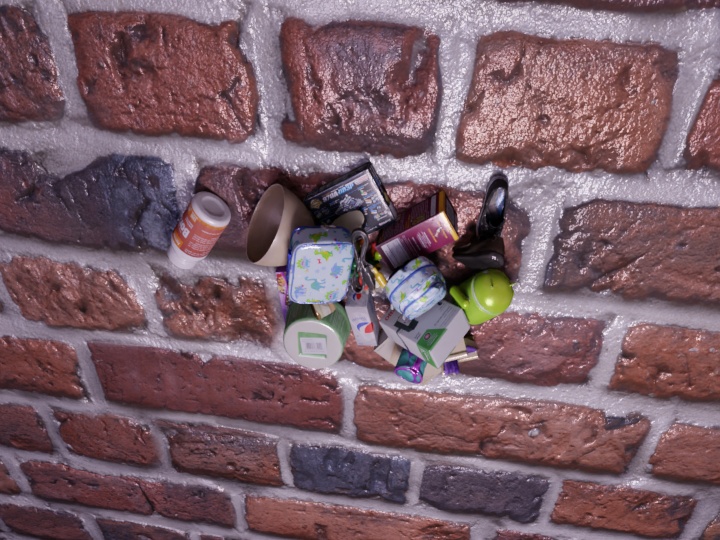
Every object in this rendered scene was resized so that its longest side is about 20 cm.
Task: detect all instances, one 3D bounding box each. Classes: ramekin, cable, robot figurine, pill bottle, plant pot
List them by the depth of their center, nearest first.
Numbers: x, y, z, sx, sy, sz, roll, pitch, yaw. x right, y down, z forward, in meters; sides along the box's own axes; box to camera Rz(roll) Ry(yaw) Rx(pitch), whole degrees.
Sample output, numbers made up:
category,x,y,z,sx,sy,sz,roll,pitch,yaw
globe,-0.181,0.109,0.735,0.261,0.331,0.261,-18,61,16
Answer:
category,x,y,z,sx,sy,sz,roll,pitch,yaw
cable,0.005,-0.018,1.372,0.094,0.051,0.205,-7,118,23
plant pot,-0.188,-0.098,1.383,0.132,0.204,0.201,19,129,-33
robot figurine,0.316,0.069,1.410,0.170,0.120,0.200,-8,164,-24
pill bottle,-0.436,-0.101,1.451,0.111,0.114,0.200,34,121,-14
ramekin,-0.127,0.180,1.545,0.192,0.099,0.206,4,123,5

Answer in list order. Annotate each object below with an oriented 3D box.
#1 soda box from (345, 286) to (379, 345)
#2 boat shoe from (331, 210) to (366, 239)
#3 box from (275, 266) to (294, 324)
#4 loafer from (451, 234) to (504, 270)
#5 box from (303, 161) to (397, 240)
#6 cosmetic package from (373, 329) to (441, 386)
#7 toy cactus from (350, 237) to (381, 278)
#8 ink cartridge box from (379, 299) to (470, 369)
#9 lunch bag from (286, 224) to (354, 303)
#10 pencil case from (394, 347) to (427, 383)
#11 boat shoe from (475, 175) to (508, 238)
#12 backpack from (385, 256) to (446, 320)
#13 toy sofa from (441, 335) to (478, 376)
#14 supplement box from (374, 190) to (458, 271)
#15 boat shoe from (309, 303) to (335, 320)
category,x,y,z,sx,sy,sz,roll,pitch,yaw
soda box,0.008,0.131,1.520,0.061,0.070,0.203,1,142,12
boat shoe,-0.054,-0.074,1.385,0.201,0.075,0.062,-43,141,22
box,-0.163,0.080,1.570,0.132,0.040,0.206,0,123,9
loafer,0.300,-0.047,1.353,0.072,0.199,0.073,28,80,-20
box,-0.025,-0.159,1.386,0.195,0.047,0.161,-22,117,22
cosmetic package,0.145,0.239,1.605,0.197,0.074,0.104,35,122,-15
toy cactus,0.000,0.000,1.461,0.196,0.105,0.165,-27,131,26
ink cartridge box,0.165,0.141,1.431,0.197,0.147,0.084,24,157,46
lunch bag,-0.103,-0.014,1.314,0.155,0.084,0.204,-3,134,-16
pencil case,0.164,0.207,1.499,0.084,0.203,0.092,32,150,-9
boat shoe,0.328,-0.127,1.338,0.067,0.067,0.205,9,124,3
backpack,0.135,0.041,1.331,0.160,0.156,0.201,-31,149,3
toy sofa,0.271,0.232,1.501,0.080,0.101,0.199,-16,165,18
supplement box,0.141,-0.097,1.361,0.196,0.112,0.086,-27,116,24
boat shoe,-0.124,0.027,1.464,0.064,0.074,0.206,-19,82,-15
